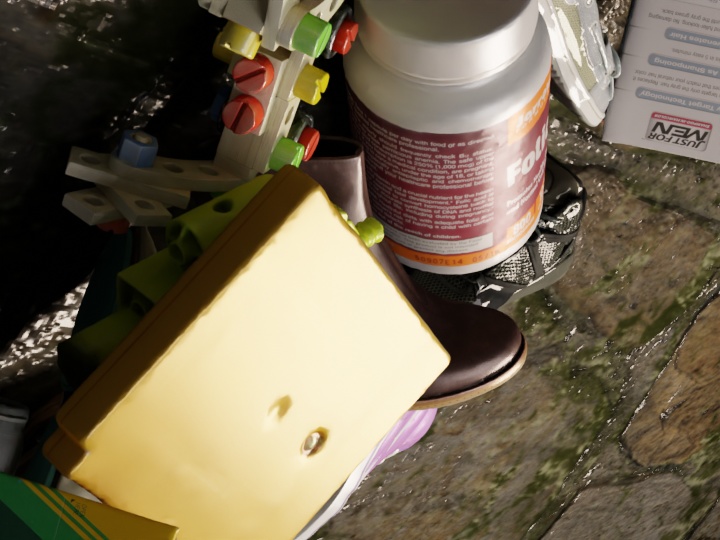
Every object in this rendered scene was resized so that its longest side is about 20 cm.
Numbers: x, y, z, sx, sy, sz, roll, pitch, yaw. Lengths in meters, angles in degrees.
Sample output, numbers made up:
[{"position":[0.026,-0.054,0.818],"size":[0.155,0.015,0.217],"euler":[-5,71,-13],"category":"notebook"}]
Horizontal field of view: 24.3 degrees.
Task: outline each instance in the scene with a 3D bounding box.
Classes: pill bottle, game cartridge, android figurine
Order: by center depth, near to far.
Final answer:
[{"position":[-0.050,0.061,0.832],"size":[0.176,0.032,0.200],"euler":[-48,145,-7],"category":"game cartridge"},{"position":[-0.064,0.032,0.849],"size":[0.200,0.041,0.182],"euler":[-27,139,-37],"category":"android figurine"},{"position":[0.049,-0.097,0.937],"size":[0.114,0.114,0.200],"euler":[-37,152,-19],"category":"pill bottle"}]

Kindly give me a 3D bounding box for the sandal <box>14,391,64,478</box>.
[{"position":[-0.160,0.093,0.963],"size":[0.200,0.055,0.082],"euler":[-48,148,-35],"category":"sandal"}]

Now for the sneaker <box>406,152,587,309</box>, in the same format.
[{"position":[0.085,-0.018,1.141],"size":[0.199,0.076,0.114],"euler":[-29,146,-37],"category":"sneaker"}]

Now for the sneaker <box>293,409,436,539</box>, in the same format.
[{"position":[-0.011,0.138,1.212],"size":[0.200,0.073,0.114],"euler":[-46,156,-3],"category":"sneaker"}]

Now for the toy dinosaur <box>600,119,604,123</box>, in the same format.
[{"position":[0.275,-0.182,1.186],"size":[0.105,0.200,0.182],"euler":[154,-55,-75],"category":"toy dinosaur"}]

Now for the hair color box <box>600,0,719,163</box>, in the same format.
[{"position":[0.224,-0.171,1.065],"size":[0.061,0.099,0.200],"euler":[-71,172,-55],"category":"hair color box"}]

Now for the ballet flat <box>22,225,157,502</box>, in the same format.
[{"position":[-0.134,0.076,0.887],"size":[0.069,0.069,0.200],"euler":[43,65,-63],"category":"ballet flat"}]

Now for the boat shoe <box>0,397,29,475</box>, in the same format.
[{"position":[-0.233,0.060,0.807],"size":[0.201,0.070,0.072],"euler":[38,69,-57],"category":"boat shoe"}]

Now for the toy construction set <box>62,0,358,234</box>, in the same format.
[{"position":[-0.059,-0.094,0.811],"size":[0.200,0.092,0.131],"euler":[-52,178,26],"category":"toy construction set"}]

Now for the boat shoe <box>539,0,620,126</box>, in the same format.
[{"position":[0.123,-0.154,1.015],"size":[0.065,0.074,0.202],"euler":[-42,146,-1],"category":"boat shoe"}]

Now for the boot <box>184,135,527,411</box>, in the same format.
[{"position":[0.000,0.000,0.942],"size":[0.200,0.072,0.166],"euler":[2,134,0],"category":"boot"}]

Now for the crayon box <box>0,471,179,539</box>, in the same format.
[{"position":[-0.203,0.150,0.788],"size":[0.172,0.058,0.200],"euler":[20,146,-18],"category":"crayon box"}]
